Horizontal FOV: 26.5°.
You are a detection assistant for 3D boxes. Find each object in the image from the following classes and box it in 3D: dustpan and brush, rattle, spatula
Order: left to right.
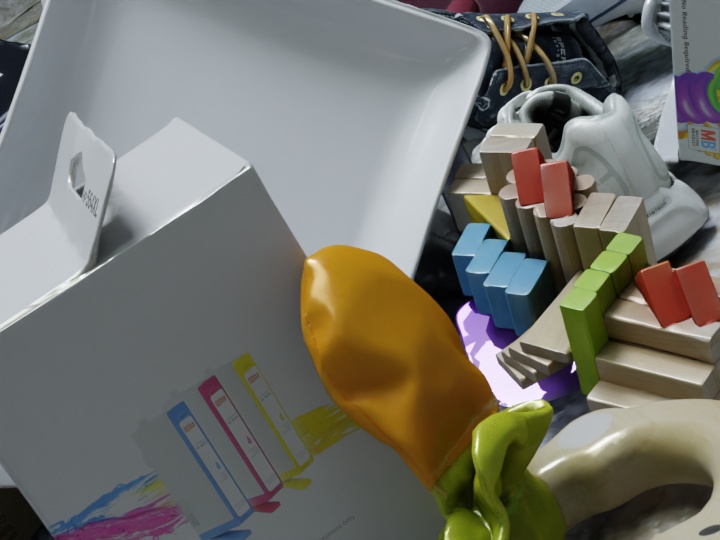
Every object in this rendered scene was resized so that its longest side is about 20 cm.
[{"bbox_3d":[0.059,-0.008,0.701,0.056,0.021,0.200,-23,35,3],"label":"spatula"},{"bbox_3d":[0.081,0.051,0.449,0.130,0.144,0.200,-19,10,-20],"label":"rattle"},{"bbox_3d":[0.175,-0.126,0.794,0.057,0.141,0.200,13,8,24],"label":"dustpan and brush"}]

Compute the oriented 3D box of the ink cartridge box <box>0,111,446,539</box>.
[{"bbox_3d":[-0.070,0.044,0.571,0.125,0.201,0.128,-34,20,-9],"label":"ink cartridge box"}]

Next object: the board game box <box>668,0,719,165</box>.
[{"bbox_3d":[0.223,-0.138,0.688,0.102,0.105,0.200,11,42,30],"label":"board game box"}]

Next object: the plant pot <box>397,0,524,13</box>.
[{"bbox_3d":[0.030,-0.187,1.013,0.199,0.201,0.179,-34,37,-9],"label":"plant pot"}]

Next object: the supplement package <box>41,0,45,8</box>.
[{"bbox_3d":[-0.111,-0.165,0.952,0.119,0.122,0.200,-18,12,-26],"label":"supplement package"}]

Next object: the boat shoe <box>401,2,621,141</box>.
[{"bbox_3d":[0.075,-0.115,0.826,0.090,0.071,0.200,-19,-10,23],"label":"boat shoe"}]

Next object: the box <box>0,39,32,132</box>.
[{"bbox_3d":[-0.238,-0.019,0.929,0.104,0.201,0.148,10,37,17],"label":"box"}]

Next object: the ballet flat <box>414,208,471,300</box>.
[{"bbox_3d":[0.000,0.000,0.820,0.200,0.057,0.067,3,65,64],"label":"ballet flat"}]

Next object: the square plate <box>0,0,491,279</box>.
[{"bbox_3d":[-0.063,-0.043,0.688,0.028,0.197,0.201,136,152,-84],"label":"square plate"}]

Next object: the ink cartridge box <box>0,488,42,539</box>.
[{"bbox_3d":[-0.247,0.129,0.802,0.164,0.075,0.200,-15,26,39],"label":"ink cartridge box"}]

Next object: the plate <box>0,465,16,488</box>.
[{"bbox_3d":[-0.156,0.031,0.758,0.199,0.032,0.200,-7,33,32],"label":"plate"}]

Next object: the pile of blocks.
[{"bbox_3d":[0.078,-0.007,0.615,0.082,0.062,0.200,-29,35,-13],"label":"pile of blocks"}]

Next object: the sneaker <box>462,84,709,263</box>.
[{"bbox_3d":[0.092,-0.056,0.756,0.075,0.081,0.200,-38,20,-14],"label":"sneaker"}]

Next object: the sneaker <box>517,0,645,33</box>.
[{"bbox_3d":[0.178,-0.173,0.876,0.199,0.071,0.073,-27,32,40],"label":"sneaker"}]

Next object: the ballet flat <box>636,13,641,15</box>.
[{"bbox_3d":[0.176,-0.203,1.003,0.068,0.068,0.200,-26,17,-23],"label":"ballet flat"}]
